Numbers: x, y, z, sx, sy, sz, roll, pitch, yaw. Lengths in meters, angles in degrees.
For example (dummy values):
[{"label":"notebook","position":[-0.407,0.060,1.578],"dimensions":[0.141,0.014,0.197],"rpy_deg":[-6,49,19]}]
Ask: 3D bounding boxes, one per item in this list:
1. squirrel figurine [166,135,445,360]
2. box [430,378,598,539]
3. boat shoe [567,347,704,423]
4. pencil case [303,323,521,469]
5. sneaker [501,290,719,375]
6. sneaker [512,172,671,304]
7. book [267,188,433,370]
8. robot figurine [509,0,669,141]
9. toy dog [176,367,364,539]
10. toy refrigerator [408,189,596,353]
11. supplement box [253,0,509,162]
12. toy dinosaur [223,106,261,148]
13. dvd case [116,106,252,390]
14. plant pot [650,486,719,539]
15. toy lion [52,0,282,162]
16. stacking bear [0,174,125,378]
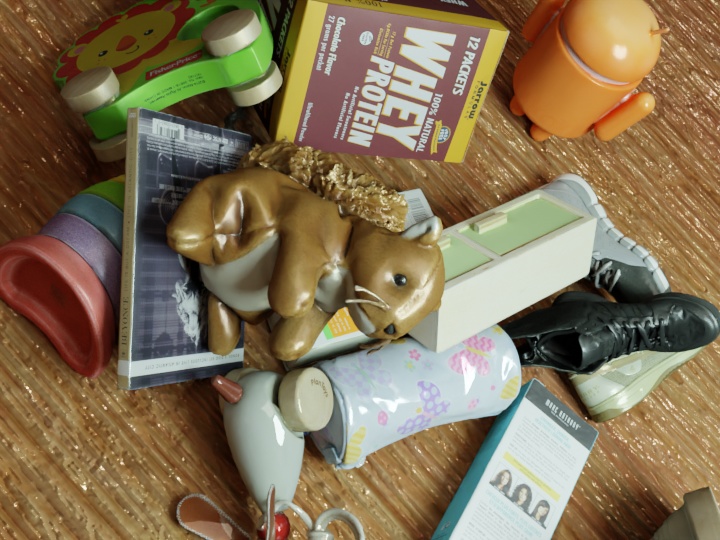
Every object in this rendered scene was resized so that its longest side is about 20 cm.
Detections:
[{"label":"squirrel figurine","position":[-0.020,-0.025,0.710],"dimensions":[0.184,0.143,0.201],"rpy_deg":[5,42,14]},{"label":"box","position":[0.134,0.200,0.813],"dimensions":[0.082,0.049,0.201],"rpy_deg":[39,56,-3]},{"label":"boat shoe","position":[0.293,0.079,0.937],"dimensions":[0.200,0.073,0.063],"rpy_deg":[-32,84,-26]},{"label":"pencil case","position":[0.046,0.103,0.802],"dimensions":[0.198,0.083,0.092],"rpy_deg":[-14,71,-30]},{"label":"sneaker","position":[0.230,0.065,0.867],"dimensions":[0.104,0.198,0.061],"rpy_deg":[-40,126,-50]},{"label":"sneaker","position":[0.220,-0.009,0.944],"dimensions":[0.114,0.075,0.201],"rpy_deg":[-17,54,-22]},{"label":"book","position":[0.000,0.000,0.857],"dimensions":[0.198,0.048,0.135],"rpy_deg":[-13,70,-31]},{"label":"robot figurine","position":[0.243,-0.221,0.986],"dimensions":[0.115,0.200,0.145],"rpy_deg":[8,61,-20]},{"label":"toy dog","position":[-0.084,0.156,0.699],"dimensions":[0.096,0.131,0.202],"rpy_deg":[24,43,-47]},{"label":"toy refrigerator","position":[0.119,-0.007,0.829],"dimensions":[0.199,0.071,0.076],"rpy_deg":[-23,39,-31]},{"label":"supplement box","position":[-0.005,-0.214,0.860],"dimensions":[0.195,0.134,0.201],"rpy_deg":[1,36,-26]},{"label":"toy dinosaur","position":[-0.095,-0.113,0.872],"dimensions":[0.198,0.047,0.089],"rpy_deg":[8,68,-17]},{"label":"dvd case","position":[-0.134,-0.015,0.720],"dimensions":[0.148,0.016,0.203],"rpy_deg":[1,91,-64]},{"label":"plant pot","position":[0.294,0.298,0.788],"dimensions":[0.202,0.092,0.202],"rpy_deg":[57,20,-34]},{"label":"toy lion","position":[-0.173,-0.189,0.794],"dimensions":[0.198,0.069,0.193],"rpy_deg":[-20,39,6]},{"label":"stacking bear","position":[-0.182,-0.030,0.754],"dimensions":[0.121,0.114,0.200],"rpy_deg":[44,51,1]}]
